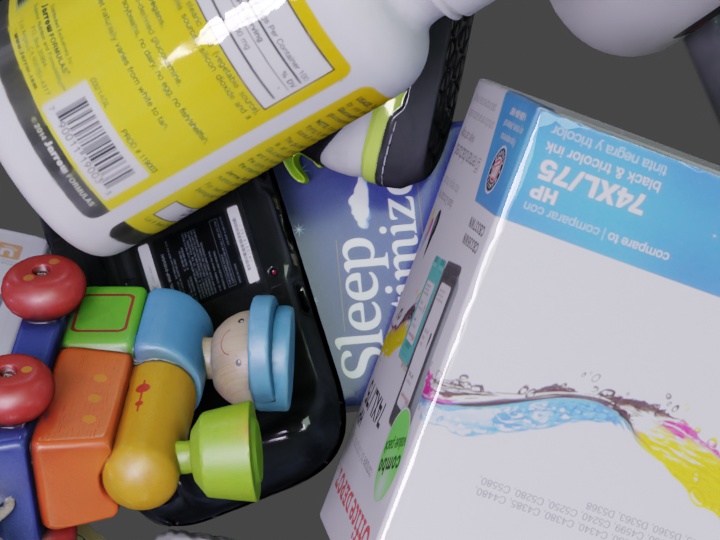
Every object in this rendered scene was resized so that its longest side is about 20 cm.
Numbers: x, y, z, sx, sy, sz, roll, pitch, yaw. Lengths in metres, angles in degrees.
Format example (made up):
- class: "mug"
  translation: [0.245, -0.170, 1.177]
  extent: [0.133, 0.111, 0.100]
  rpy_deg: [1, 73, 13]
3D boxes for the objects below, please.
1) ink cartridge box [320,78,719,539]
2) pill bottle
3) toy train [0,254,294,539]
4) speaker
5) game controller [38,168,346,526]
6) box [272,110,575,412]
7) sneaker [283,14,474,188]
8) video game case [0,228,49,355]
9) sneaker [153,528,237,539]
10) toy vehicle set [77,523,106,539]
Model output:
- class: "ink cartridge box"
  translation: [0.089, 0.046, 1.073]
  extent: [0.145, 0.147, 0.201]
  rpy_deg: [19, 95, -9]
- class: "pill bottle"
  translation: [-0.046, -0.098, 1.053]
  extent: [0.199, 0.112, 0.113]
  rpy_deg: [-28, 84, 14]
- class: "toy train"
  translation: [-0.088, 0.074, 1.013]
  extent: [0.115, 0.200, 0.085]
  rpy_deg: [-1, 122, 6]
- class: "speaker"
  translation: [0.133, -0.144, 1.110]
  extent: [0.081, 0.200, 0.082]
  rpy_deg: [1, 84, -9]
- class: "game controller"
  translation: [-0.075, 0.003, 1.133]
  extent: [0.104, 0.042, 0.201]
  rpy_deg: [-20, 77, 9]
- class: "box"
  translation: [0.000, 0.000, 1.162]
  extent: [0.199, 0.032, 0.122]
  rpy_deg: [-5, 82, -4]
- class: "sneaker"
  translation: [0.008, -0.132, 1.123]
  extent: [0.082, 0.072, 0.201]
  rpy_deg: [14, 92, 12]
- class: "video game case"
  translation: [-0.237, 0.020, 1.082]
  extent: [0.199, 0.183, 0.023]
  rpy_deg: [12, 123, -2]
- class: "sneaker"
  translation: [-0.014, 0.181, 1.114]
  extent: [0.200, 0.075, 0.087]
  rpy_deg: [37, 86, 3]
- class: "toy vehicle set"
  translation: [-0.140, 0.160, 1.100]
  extent: [0.200, 0.027, 0.124]
  rpy_deg: [40, 108, 3]
